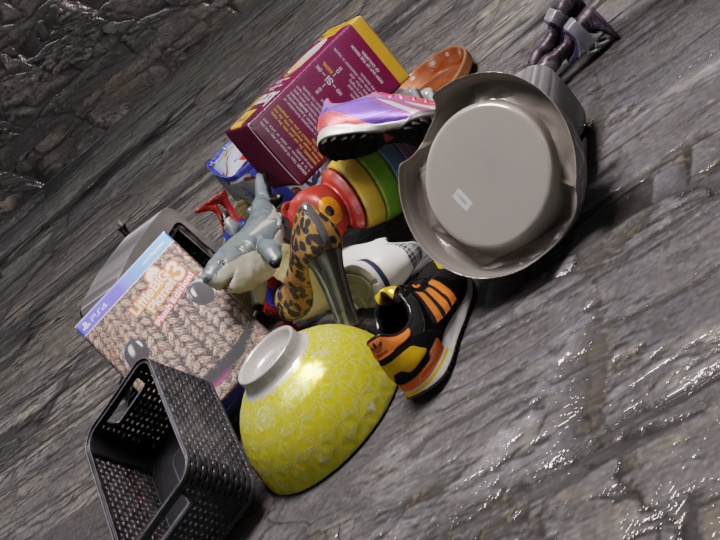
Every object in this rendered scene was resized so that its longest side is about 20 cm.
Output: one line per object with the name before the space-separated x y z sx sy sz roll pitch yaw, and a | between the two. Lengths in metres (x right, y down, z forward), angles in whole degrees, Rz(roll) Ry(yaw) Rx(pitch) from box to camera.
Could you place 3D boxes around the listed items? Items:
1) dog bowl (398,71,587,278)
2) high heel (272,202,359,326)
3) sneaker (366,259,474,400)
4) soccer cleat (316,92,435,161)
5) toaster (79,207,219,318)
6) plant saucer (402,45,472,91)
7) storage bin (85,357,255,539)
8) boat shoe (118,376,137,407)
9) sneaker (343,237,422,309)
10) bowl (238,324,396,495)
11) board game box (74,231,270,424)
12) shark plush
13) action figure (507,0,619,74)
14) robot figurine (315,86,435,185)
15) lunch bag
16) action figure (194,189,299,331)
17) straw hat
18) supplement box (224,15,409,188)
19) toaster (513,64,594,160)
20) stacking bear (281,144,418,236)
dog bowl | 0.135 -0.093 1.362 0.199 0.202 0.058 -34 -17 29
high heel | -0.068 -0.015 1.565 0.071 0.144 0.199 -24 15 -23
sneaker | 0.057 0.034 1.388 0.070 0.090 0.201 -32 24 33
soccer cleat | 0.046 -0.179 1.581 0.197 0.068 0.074 -8 60 11
toaster | -0.280 0.031 1.920 0.118 0.200 0.182 -32 23 43
plant saucer | 0.083 -0.238 1.952 0.200 0.032 0.201 -39 21 18
storage bin | -0.207 0.208 1.470 0.136 0.093 0.201 -53 38 16
boat shoe | -0.283 0.167 1.846 0.198 0.075 0.066 -4 32 49
sneaker | 0.000 0.000 1.623 0.080 0.077 0.199 -40 20 -23
bowl | -0.065 0.123 1.440 0.200 0.108 0.201 -40 21 18
board game box | -0.210 0.085 1.647 0.160 0.200 0.097 -47 -16 -5
shark plush | -0.130 -0.052 1.626 0.091 0.082 0.202 119 166 -56
action figure | 0.211 -0.236 1.646 0.200 0.069 0.130 -47 26 9
robot figurine | 0.024 -0.164 1.806 0.199 0.114 0.169 -33 -18 31
lunch bag | -0.108 -0.118 1.905 0.124 0.170 0.200 -50 18 2
action figure | -0.134 0.001 1.690 0.052 0.201 0.065 -39 7 -34
straw hat | -0.119 0.002 1.800 0.084 0.203 0.202 4 36 9
supplement box | -0.055 -0.206 1.702 0.200 0.103 0.131 -46 15 -13
toaster | 0.166 -0.135 1.468 0.199 0.114 0.130 -37 19 29
stacking bear | 0.000 -0.099 1.648 0.199 0.122 0.114 -35 10 -18
